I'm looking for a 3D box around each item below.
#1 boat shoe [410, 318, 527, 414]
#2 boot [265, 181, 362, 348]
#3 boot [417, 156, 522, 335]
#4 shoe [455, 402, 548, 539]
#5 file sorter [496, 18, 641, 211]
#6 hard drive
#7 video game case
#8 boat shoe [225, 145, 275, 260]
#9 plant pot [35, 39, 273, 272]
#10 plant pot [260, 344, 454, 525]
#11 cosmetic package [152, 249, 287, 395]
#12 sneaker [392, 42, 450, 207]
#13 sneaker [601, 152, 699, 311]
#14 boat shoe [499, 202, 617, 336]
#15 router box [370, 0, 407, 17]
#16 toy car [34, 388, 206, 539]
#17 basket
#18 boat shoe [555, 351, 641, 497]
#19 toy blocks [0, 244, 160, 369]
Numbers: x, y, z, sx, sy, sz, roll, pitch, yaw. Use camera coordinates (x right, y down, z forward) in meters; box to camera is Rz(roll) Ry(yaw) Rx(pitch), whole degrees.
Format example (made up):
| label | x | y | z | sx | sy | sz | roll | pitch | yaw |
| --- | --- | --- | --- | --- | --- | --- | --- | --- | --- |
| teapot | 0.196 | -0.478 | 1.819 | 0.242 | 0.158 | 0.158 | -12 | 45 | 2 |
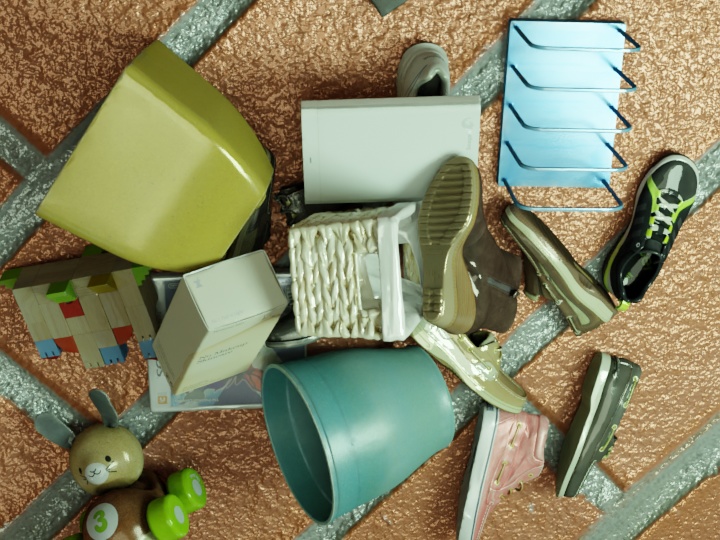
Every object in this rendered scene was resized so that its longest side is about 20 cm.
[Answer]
| label | x | y | z | sx | sy | sz | roll | pitch | yaw |
| --- | --- | --- | --- | --- | --- | --- | --- | --- | --- |
| boat shoe | 0.142 | 0.103 | 1.808 | 0.200 | 0.074 | 0.066 | 38 | 101 | -22 |
| boot | -0.061 | -0.020 | 1.736 | 0.199 | 0.069 | 0.175 | -34 | 112 | -19 |
| boot | 0.134 | -0.025 | 1.687 | 0.072 | 0.166 | 0.202 | 11 | 93 | 35 |
| shoe | 0.182 | 0.271 | 1.876 | 0.090 | 0.072 | 0.202 | 10 | 105 | -3 |
| file sorter | 0.242 | -0.178 | 1.683 | 0.138 | 0.123 | 0.202 | 0 | 111 | -6 |
| hard drive | 0.034 | -0.136 | 1.650 | 0.198 | 0.026 | 0.133 | -2 | 131 | -1 |
| video game case | -0.166 | 0.087 | 1.802 | 0.198 | 0.023 | 0.184 | -2 | 111 | -4 |
| boat shoe | -0.140 | -0.051 | 1.731 | 0.066 | 0.072 | 0.202 | 13 | 96 | -49 |
| plant pot | -0.209 | -0.108 | 1.616 | 0.199 | 0.196 | 0.195 | 34 | 105 | -7 |
| plant pot | 0.005 | 0.181 | 1.761 | 0.187 | 0.200 | 0.201 | -18 | 113 | -21 |
| cosmetic package | -0.162 | 0.062 | 1.650 | 0.103 | 0.200 | 0.073 | -19 | 73 | -25 |
| sneaker | 0.064 | -0.159 | 1.693 | 0.074 | 0.087 | 0.201 | 2 | 112 | -8 |
| sneaker | 0.361 | -0.042 | 1.766 | 0.071 | 0.083 | 0.201 | 18 | 108 | -12 |
| boat shoe | 0.228 | 0.007 | 1.780 | 0.075 | 0.075 | 0.202 | -39 | 110 | 15 |
| router box | 0.034 | -0.409 | 1.612 | 0.157 | 0.052 | 0.201 | -32 | 110 | 7 |
| toy car | -0.314 | 0.249 | 1.793 | 0.163 | 0.158 | 0.201 | -24 | 100 | 15 |
| basket | 0.000 | 0.000 | 1.614 | 0.122 | 0.200 | 0.137 | -3 | 96 | 11 |
| boat shoe | 0.302 | 0.205 | 1.862 | 0.060 | 0.072 | 0.203 | 15 | 107 | -6 |
| toy blocks | -0.319 | 0.054 | 1.746 | 0.198 | 0.100 | 0.137 | -9 | 121 | 10 |
